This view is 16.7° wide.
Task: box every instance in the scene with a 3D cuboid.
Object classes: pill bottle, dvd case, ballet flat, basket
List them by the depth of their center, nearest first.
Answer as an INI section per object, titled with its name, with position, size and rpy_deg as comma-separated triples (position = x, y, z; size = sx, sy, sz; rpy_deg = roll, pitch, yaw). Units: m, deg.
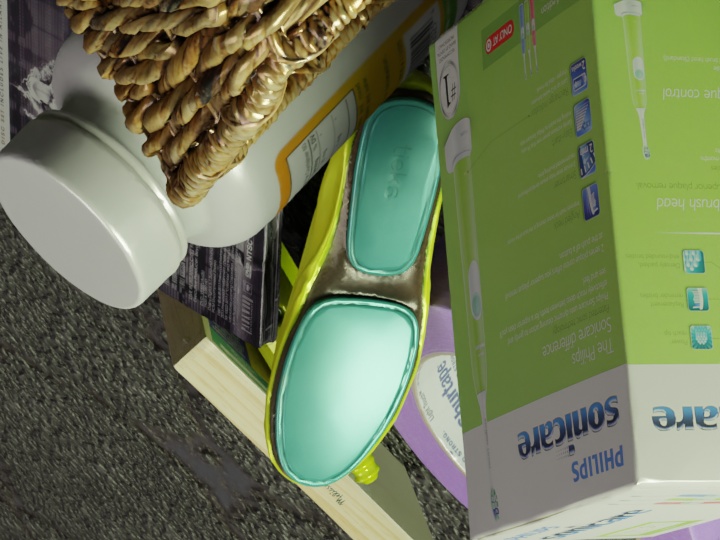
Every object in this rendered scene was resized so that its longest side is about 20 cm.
[basket]
position = 0.004, -0.128, 0.846
size = 0.142, 0.200, 0.149
rpy_deg = 11, 139, 47
[pill bottle]
position = -0.055, -0.081, 1.010
size = 0.111, 0.200, 0.111
rpy_deg = 34, 154, 19
[ballet flat]
position = 0.000, 0.000, 1.128
size = 0.066, 0.201, 0.067
rpy_deg = 10, -161, -14
[dvd case]
position = -0.111, -0.067, 1.180
size = 0.200, 0.016, 0.149
rpy_deg = 29, 131, 32

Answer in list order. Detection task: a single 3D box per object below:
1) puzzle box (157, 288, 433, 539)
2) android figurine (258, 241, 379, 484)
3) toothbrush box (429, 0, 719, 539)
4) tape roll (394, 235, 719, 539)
[puzzle box]
position = -0.035, 0.082, 1.359
size = 0.200, 0.025, 0.133
rpy_deg = 46, -171, -22
[android figurine]
position = -0.043, 0.019, 1.274
size = 0.201, 0.041, 0.182
rpy_deg = 61, 177, -13
[toothbrush box]
position = 0.096, -0.009, 0.905
size = 0.086, 0.201, 0.146
rpy_deg = 2, 166, -21
[tape roll]
position = 0.097, 0.068, 1.188
size = 0.200, 0.066, 0.200
rpy_deg = 35, 155, 19
